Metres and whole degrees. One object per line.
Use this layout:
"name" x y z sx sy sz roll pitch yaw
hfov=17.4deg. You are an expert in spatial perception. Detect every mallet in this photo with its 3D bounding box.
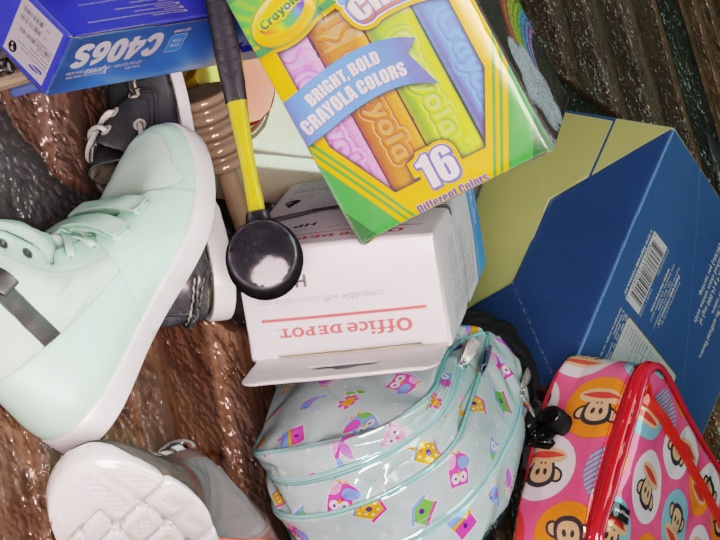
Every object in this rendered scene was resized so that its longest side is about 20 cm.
"mallet" -0.065 -0.080 1.261 0.066 0.041 0.201 88 -8 -77

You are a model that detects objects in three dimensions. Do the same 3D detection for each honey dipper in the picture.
"honey dipper" -0.065 -0.015 1.402 0.038 0.038 0.201 -61 138 -59

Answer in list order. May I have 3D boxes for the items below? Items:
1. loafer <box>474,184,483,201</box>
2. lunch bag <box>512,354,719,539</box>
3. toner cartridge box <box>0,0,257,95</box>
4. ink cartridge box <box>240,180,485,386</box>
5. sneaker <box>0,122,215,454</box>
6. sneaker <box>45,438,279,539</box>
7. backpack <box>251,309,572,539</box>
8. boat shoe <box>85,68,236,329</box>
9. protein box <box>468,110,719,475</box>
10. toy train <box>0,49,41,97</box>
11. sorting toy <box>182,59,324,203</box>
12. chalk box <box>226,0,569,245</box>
"loafer" 0.039 -0.044 1.523 0.063 0.072 0.201 125 -13 -78
"lunch bag" 0.167 0.146 1.466 0.200 0.082 0.177 55 46 -48
"toner cartridge box" -0.126 -0.154 1.312 0.095 0.043 0.200 47 35 21
"ink cartridge box" 0.000 0.000 1.338 0.200 0.116 0.068 -60 142 -71
"sneaker" -0.148 -0.021 1.200 0.118 0.074 0.201 42 50 -31
"sneaker" -0.104 0.124 1.223 0.200 0.077 0.082 45 17 -52
"backpack" 0.015 0.105 1.329 0.127 0.166 0.200 59 22 -16
"boat shoe" -0.124 -0.059 1.327 0.060 0.076 0.201 -10 60 -20
"protein box" 0.155 0.027 1.598 0.200 0.135 0.199 46 63 -50
"toy train" -0.171 -0.150 1.356 0.200 0.034 0.046 -67 139 -58
"sorting toy" -0.052 -0.142 1.452 0.185 0.036 0.201 4 76 -35
"chalk box" 0.012 -0.140 1.273 0.200 0.124 0.125 61 16 -10
